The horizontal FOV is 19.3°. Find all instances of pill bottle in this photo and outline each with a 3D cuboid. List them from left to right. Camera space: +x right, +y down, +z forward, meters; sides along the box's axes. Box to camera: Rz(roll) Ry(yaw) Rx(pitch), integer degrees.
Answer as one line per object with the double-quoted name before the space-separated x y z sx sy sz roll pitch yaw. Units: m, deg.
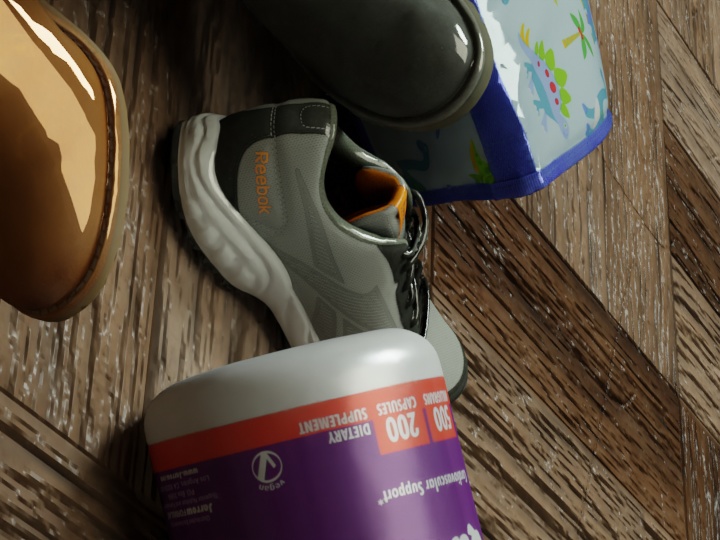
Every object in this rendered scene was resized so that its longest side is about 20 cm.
"pill bottle" -0.005 0.128 0.768 0.112 0.112 0.201 -5 79 -64

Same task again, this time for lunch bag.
"lunch bag" 0.042 -0.125 0.965 0.200 0.127 0.171 -94 163 -79

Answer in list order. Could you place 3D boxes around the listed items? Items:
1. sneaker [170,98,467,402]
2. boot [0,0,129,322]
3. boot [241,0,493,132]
"sneaker" 0.000 0.000 0.893 0.200 0.079 0.074 48 33 -45
"boot" -0.149 -0.079 0.642 0.155 0.076 0.201 -5 85 -60
"boot" -0.056 -0.129 0.793 0.182 0.073 0.200 36 5 26
